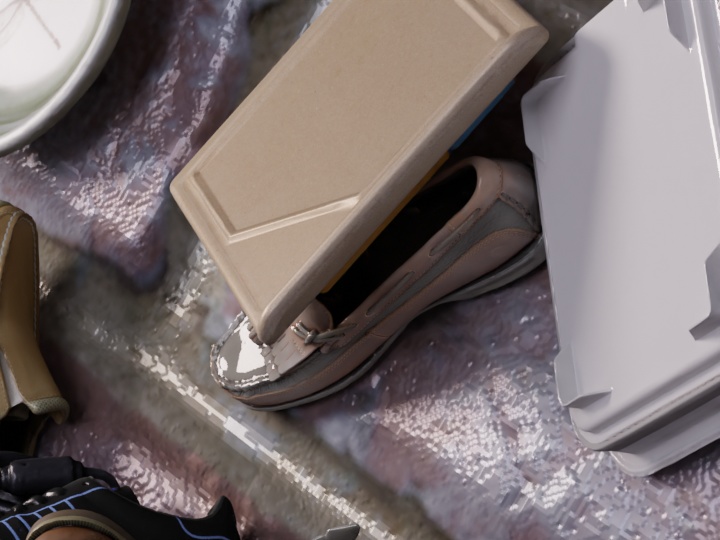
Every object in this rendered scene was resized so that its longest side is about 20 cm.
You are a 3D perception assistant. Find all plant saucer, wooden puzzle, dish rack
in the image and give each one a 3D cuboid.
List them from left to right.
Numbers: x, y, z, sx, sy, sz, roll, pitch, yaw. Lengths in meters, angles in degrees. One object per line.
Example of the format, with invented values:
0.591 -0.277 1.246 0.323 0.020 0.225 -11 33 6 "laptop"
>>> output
-0.186 -0.148 1.365 0.200 0.050 0.201 -14 66 34 "plant saucer"
-0.002 -0.068 1.157 0.185 0.037 0.200 -48 26 7 "wooden puzzle"
0.121 -0.028 1.036 0.172 0.043 0.201 -40 51 56 "dish rack"

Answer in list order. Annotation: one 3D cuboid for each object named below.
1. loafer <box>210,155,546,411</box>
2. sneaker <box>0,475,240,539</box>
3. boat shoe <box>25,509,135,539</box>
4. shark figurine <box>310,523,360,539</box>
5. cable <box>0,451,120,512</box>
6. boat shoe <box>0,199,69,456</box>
0.000 0.000 1.158 0.200 0.063 0.072 -30 57 26 "loafer"
-0.151 0.136 1.161 0.070 0.199 0.078 132 143 -62 "sneaker"
-0.111 0.205 1.100 0.072 0.201 0.068 -7 24 10 "boat shoe"
-0.036 0.230 1.112 0.089 0.128 0.215 5 57 13 "shark figurine"
-0.190 0.181 1.190 0.051 0.163 0.201 139 138 -69 "cable"
-0.183 0.064 1.285 0.076 0.072 0.201 5 84 24 "boat shoe"
